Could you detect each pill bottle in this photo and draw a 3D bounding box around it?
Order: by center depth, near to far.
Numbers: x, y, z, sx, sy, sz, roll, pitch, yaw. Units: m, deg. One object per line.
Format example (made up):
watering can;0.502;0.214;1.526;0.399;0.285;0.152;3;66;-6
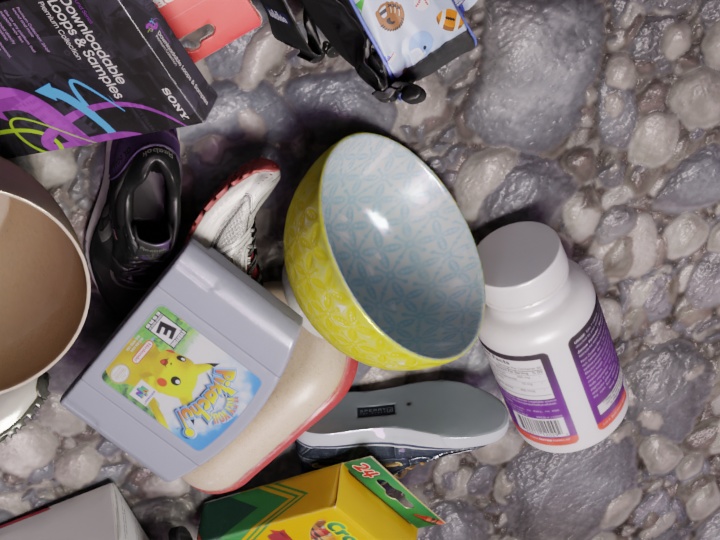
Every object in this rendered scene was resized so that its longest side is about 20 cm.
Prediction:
pill bottle;0.163;0.057;1.625;0.111;0.112;0.201;-23;129;2

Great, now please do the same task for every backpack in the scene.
backpack;-0.002;-0.237;1.316;0.154;0.200;0.191;-43;118;-6

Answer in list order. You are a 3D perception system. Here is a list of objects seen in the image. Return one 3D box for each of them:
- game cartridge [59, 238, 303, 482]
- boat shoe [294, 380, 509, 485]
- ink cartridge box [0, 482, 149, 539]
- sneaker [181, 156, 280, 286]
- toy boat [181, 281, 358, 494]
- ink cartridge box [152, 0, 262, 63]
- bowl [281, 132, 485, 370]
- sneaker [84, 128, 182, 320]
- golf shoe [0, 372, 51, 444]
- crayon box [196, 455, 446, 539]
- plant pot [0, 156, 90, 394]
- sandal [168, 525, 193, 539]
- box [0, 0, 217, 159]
game cartridge;-0.141;0.081;1.493;0.133;0.041;0.200;35;119;-12
boat shoe;0.037;0.157;1.687;0.198;0.071;0.091;-1;133;4
ink cartridge box;-0.253;0.311;1.715;0.146;0.086;0.201;-21;131;3
sneaker;-0.106;-0.003;1.508;0.082;0.078;0.201;26;116;2
toy boat;-0.082;0.102;1.603;0.200;0.131;0.130;-41;156;17
ink cartridge box;-0.167;-0.242;1.336;0.115;0.067;0.201;-27;128;7
bowl;0.000;0.000;1.505;0.107;0.201;0.200;-29;132;36
sneaker;-0.180;-0.027;1.481;0.075;0.088;0.201;-3;127;-14
golf shoe;-0.361;0.115;1.548;0.198;0.077;0.089;-20;122;-1
crayon box;-0.037;0.242;1.697;0.199;0.051;0.127;-21;133;32
plant pot;-0.315;-0.018;1.420;0.198;0.135;0.202;-8;127;-11
sandal;-0.164;0.291;1.689;0.048;0.076;0.201;-17;157;-6
box;-0.222;-0.153;1.348;0.198;0.036;0.143;-9;134;30
